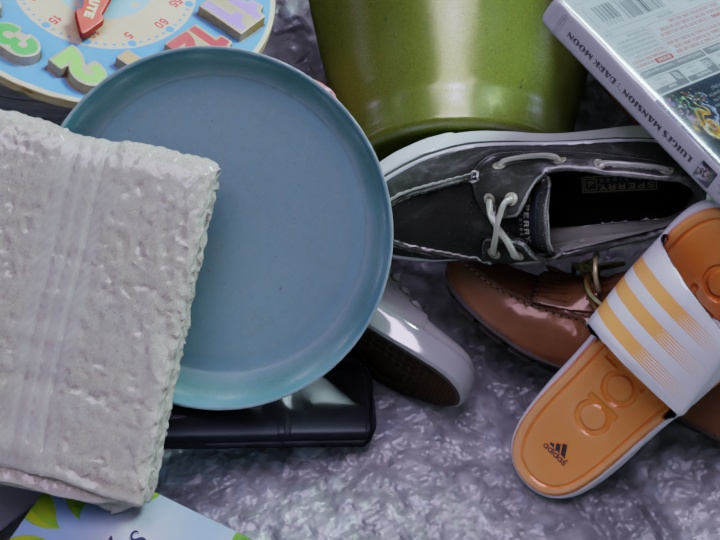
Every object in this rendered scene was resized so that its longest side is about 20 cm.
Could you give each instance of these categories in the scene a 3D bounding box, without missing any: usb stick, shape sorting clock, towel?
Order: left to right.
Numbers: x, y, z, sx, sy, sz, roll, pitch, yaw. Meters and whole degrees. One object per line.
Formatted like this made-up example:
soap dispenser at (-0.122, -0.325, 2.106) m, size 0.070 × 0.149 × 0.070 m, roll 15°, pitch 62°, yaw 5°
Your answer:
towel at (-0.156, 0.024, 1.599) m, size 0.132 × 0.034 × 0.200 m, roll 13°, pitch 90°, yaw 6°
shape sorting clock at (-0.147, -0.163, 1.698) m, size 0.200 × 0.039 × 0.200 m, roll 8°, pitch 48°, yaw -9°
usb stick at (-0.088, 0.075, 1.661) m, size 0.200 × 0.033 × 0.056 m, roll 0°, pitch 63°, yaw -15°

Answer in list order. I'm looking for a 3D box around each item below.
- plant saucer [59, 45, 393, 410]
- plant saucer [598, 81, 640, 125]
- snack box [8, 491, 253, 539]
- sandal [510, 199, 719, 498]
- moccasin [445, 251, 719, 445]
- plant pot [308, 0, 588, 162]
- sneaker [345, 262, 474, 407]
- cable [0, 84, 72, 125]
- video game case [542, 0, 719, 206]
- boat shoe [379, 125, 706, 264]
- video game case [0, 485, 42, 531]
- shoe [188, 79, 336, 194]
plant saucer at (-0.079, -0.024, 1.622) m, size 0.200 × 0.027 × 0.200 m, roll 2°, pitch 100°, yaw 9°
plant saucer at (0.173, -0.173, 1.737) m, size 0.037 × 0.200 × 0.200 m, roll -1°, pitch 54°, yaw 32°
snack box at (-0.136, 0.219, 1.582) m, size 0.169 × 0.068 × 0.200 m, roll 25°, pitch 61°, yaw 21°
sandal at (0.149, 0.055, 1.596) m, size 0.079 × 0.207 × 0.059 m, roll 41°, pitch 25°, yaw 8°
moccasin at (0.142, 0.028, 1.661) m, size 0.201 × 0.074 × 0.078 m, roll 25°, pitch 108°, yaw 21°
plant pot at (0.055, -0.142, 1.736) m, size 0.200 × 0.200 × 0.193 m, roll -2°, pitch 66°, yaw 5°
sneaker at (0.000, 0.000, 1.707) m, size 0.200 × 0.073 × 0.085 m, roll 34°, pitch 69°, yaw 26°
cable at (-0.180, -0.159, 1.814) m, size 0.200 × 0.069 × 0.200 m, roll -9°, pitch 44°, yaw -11°
video game case at (0.218, -0.102, 1.636) m, size 0.182 × 0.023 × 0.200 m, roll 47°, pitch 39°, yaw 17°
boat shoe at (0.090, -0.038, 1.627) m, size 0.200 × 0.071 × 0.064 m, roll -9°, pitch 24°, yaw 7°
video game case at (-0.284, 0.091, 1.617) m, size 0.182 × 0.200 × 0.024 m, roll -38°, pitch 22°, yaw -13°
shoe at (-0.106, -0.058, 1.673) m, size 0.200 × 0.091 × 0.072 m, roll -21°, pitch 87°, yaw -9°
